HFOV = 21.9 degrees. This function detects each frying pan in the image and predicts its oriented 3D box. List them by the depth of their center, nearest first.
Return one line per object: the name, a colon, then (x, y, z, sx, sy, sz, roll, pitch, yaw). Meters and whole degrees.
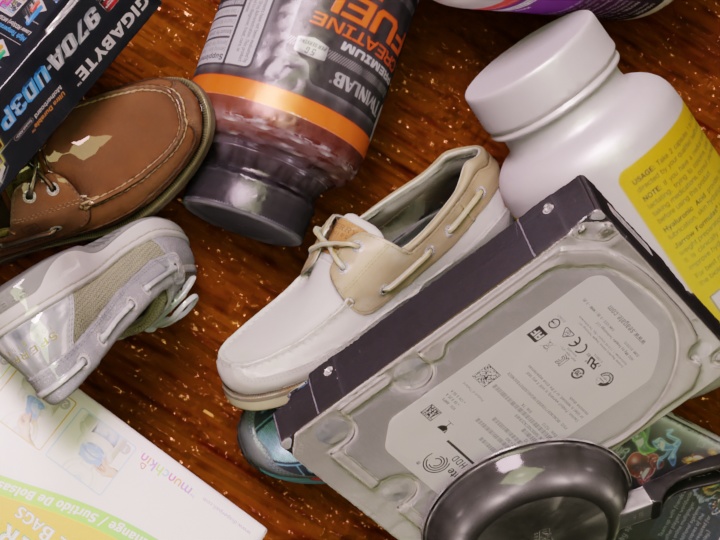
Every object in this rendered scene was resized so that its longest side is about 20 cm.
frying pan: (0.123, 0.135, 0.977, 0.190, 0.115, 0.031, 7, 40, -23)

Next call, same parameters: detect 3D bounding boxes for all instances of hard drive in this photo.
hard drive: (0.074, 0.057, 0.939, 0.200, 0.038, 0.140, -36, 127, 15)

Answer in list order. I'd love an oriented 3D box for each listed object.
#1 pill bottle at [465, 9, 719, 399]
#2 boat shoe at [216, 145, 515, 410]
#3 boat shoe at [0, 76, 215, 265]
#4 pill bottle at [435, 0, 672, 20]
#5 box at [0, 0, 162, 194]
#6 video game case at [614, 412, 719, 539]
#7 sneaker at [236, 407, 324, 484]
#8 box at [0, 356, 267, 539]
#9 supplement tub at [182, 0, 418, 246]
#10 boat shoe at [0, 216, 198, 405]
pill bottle: (0.145, -0.036, 1.005, 0.111, 0.111, 0.200, -38, 105, -9)
boat shoe: (0.000, 0.000, 1.017, 0.200, 0.075, 0.068, -34, 124, -23)
boat shoe: (-0.172, -0.045, 0.988, 0.200, 0.068, 0.072, -27, 77, 17)
pill bottle: (0.115, -0.195, 1.015, 0.200, 0.112, 0.113, -4, 79, -46)
box: (-0.221, -0.127, 0.989, 0.200, 0.046, 0.159, 30, 77, 41)
video game case: (0.162, 0.185, 1.019, 0.182, 0.023, 0.200, 27, 97, -1)
sneaker: (0.029, 0.062, 1.014, 0.200, 0.096, 0.079, -15, 83, -7)
box: (-0.159, 0.123, 0.980, 0.200, 0.112, 0.101, 37, 76, 0)
supplement tub: (-0.033, -0.117, 1.032, 0.107, 0.107, 0.200, 19, 81, -2)
boat shoe: (-0.133, 0.020, 0.962, 0.074, 0.202, 0.065, -32, 89, 15)
